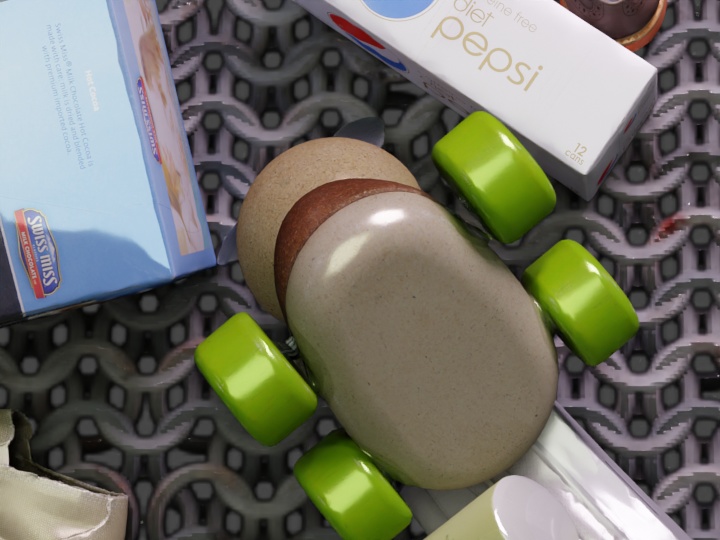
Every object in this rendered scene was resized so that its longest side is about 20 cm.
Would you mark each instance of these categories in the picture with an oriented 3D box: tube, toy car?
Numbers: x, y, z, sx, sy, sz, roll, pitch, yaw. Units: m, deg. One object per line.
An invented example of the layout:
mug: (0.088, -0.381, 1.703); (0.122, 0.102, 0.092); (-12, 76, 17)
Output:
tube: (0.019, 0.168, 0.883); (0.200, 0.052, 0.058); (-44, 35, 35)
toy car: (0.000, 0.000, 0.899); (0.164, 0.200, 0.158); (-39, 123, -2)

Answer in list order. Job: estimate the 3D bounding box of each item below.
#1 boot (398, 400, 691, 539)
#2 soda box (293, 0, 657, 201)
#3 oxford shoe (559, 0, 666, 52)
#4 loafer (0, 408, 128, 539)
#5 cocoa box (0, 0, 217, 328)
boot: (0.108, 0.149, 0.901); (0.096, 0.074, 0.200); (-45, 70, 6)
soda box: (0.048, -0.119, 0.944); (0.199, 0.068, 0.064); (35, 88, 12)
oxford shoe: (0.117, -0.212, 0.945); (0.071, 0.073, 0.202); (-12, 80, 7)
loafer: (-0.196, 0.092, 0.950); (0.199, 0.076, 0.069); (34, 86, 2)
cocoa box: (-0.159, -0.080, 0.919); (0.130, 0.133, 0.202); (-13, 92, 5)
